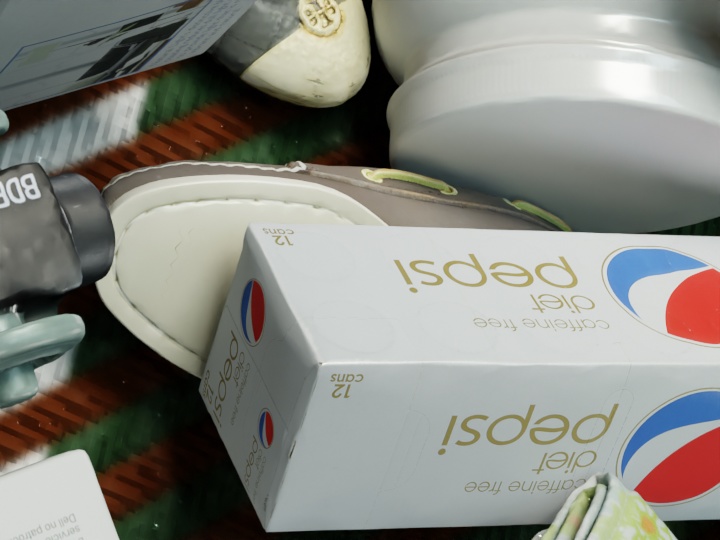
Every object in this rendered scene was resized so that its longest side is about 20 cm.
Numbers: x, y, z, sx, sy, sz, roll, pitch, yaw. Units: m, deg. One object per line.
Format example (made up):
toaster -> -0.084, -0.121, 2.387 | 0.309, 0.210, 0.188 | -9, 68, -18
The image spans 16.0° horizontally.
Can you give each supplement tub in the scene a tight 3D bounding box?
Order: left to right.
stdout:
supplement tub -> 0.076, -0.126, 0.845 | 0.140, 0.140, 0.201 | 15, 69, -32

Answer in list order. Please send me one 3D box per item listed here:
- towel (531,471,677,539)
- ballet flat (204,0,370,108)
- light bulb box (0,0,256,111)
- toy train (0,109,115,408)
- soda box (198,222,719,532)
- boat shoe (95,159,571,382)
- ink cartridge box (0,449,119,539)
towel -> 0.095, 0.165, 0.686 | 0.200, 0.048, 0.171 | 52, 31, -3
ballet flat -> -0.056, -0.139, 0.806 | 0.066, 0.057, 0.200 | -38, 100, -36
light bulb box -> -0.139, -0.141, 0.680 | 0.199, 0.125, 0.199 | -20, 82, -31
toy train -> -0.160, 0.017, 0.653 | 0.200, 0.114, 0.086 | -19, 87, -39
soda box -> 0.058, 0.032, 0.769 | 0.199, 0.064, 0.068 | 1, 36, -26
boat shoe -> 0.000, 0.000, 0.806 | 0.199, 0.060, 0.072 | 10, 116, -30
ink cartridge box -> -0.112, 0.168, 0.663 | 0.145, 0.087, 0.201 | -20, 88, -37
